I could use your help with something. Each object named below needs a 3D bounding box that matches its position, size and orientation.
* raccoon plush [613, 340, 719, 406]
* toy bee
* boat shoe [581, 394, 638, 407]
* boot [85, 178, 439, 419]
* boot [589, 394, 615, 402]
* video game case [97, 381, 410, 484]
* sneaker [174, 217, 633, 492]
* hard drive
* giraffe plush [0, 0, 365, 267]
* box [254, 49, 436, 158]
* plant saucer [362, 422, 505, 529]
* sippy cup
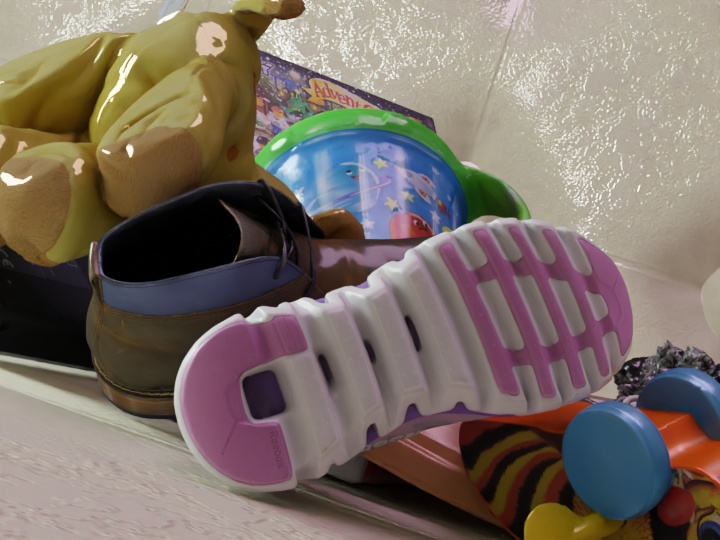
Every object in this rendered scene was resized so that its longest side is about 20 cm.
[{"bbox_3d":[0.216,0.148,1.239,0.097,0.134,0.200,-5,-51,49],"label":"raccoon plush"},{"bbox_3d":[0.124,0.098,0.738,0.130,0.109,0.200,-16,2,-21],"label":"toy bee"},{"bbox_3d":[0.174,0.103,0.950,0.200,0.057,0.067,35,11,32],"label":"boat shoe"},{"bbox_3d":[-0.023,0.006,0.795,0.199,0.075,0.097,-15,-32,-5],"label":"boot"},{"bbox_3d":[0.151,0.116,1.376,0.146,0.071,0.200,15,-2,38],"label":"boot"},{"bbox_3d":[-0.030,0.080,0.948,0.143,0.018,0.200,18,0,20],"label":"video game case"},{"bbox_3d":[0.014,0.036,0.756,0.199,0.081,0.088,-16,-8,-18],"label":"sneaker"},{"bbox_3d":[-0.169,-0.011,0.965,0.140,0.033,0.200,58,18,24],"label":"hard drive"},{"bbox_3d":[-0.089,-0.033,0.898,0.172,0.200,0.163,4,-49,36],"label":"giraffe plush"},{"bbox_3d":[-0.036,-0.071,1.154,0.199,0.038,0.137,19,41,-27],"label":"box"},{"bbox_3d":[0.035,0.073,0.903,0.200,0.038,0.200,28,3,-2],"label":"plant saucer"},{"bbox_3d":[0.000,0.000,1.035,0.140,0.178,0.131,37,28,-29],"label":"sippy cup"}]
